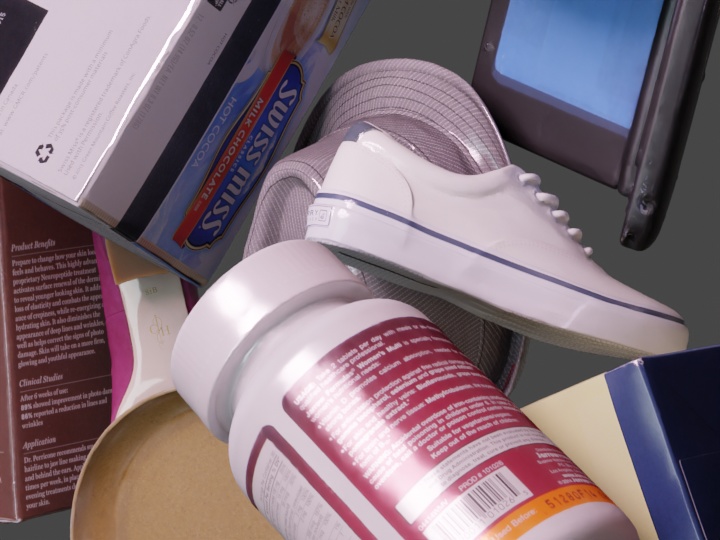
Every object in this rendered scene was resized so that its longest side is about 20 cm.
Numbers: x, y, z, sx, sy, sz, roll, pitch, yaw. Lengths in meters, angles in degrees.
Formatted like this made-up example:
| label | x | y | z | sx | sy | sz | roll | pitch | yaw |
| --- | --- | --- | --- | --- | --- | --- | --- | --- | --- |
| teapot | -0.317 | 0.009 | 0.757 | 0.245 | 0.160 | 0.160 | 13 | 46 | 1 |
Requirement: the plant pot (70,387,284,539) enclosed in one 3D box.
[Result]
| label | x | y | z | sx | sy | sz | roll | pitch | yaw |
| --- | --- | --- | --- | --- | --- | --- | --- | --- | --- |
| plant pot | -0.063 | 0.153 | 1.532 | 0.199 | 0.027 | 0.201 | 6 | 108 | 21 |

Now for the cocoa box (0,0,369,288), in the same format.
| label | x | y | z | sx | sy | sz | roll | pitch | yaw |
| --- | --- | --- | --- | --- | --- | --- | --- | --- | --- |
| cocoa box | -0.106 | -0.118 | 1.453 | 0.133 | 0.131 | 0.201 | 27 | 85 | 33 |

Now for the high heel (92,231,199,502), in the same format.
| label | x | y | z | sx | sy | sz | roll | pitch | yaw |
| --- | --- | --- | --- | --- | --- | --- | --- | --- | --- |
| high heel | -0.114 | 0.041 | 1.585 | 0.067 | 0.096 | 0.201 | -14 | 110 | 2 |

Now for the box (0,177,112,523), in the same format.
| label | x | y | z | sx | sy | sz | roll | pitch | yaw |
| --- | --- | --- | --- | --- | --- | --- | --- | --- | --- |
| box | -0.188 | 0.034 | 1.598 | 0.075 | 0.100 | 0.201 | 3 | 97 | 38 |

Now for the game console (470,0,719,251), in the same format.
| label | x | y | z | sx | sy | sz | roll | pitch | yaw |
| --- | --- | --- | --- | --- | --- | --- | --- | --- | --- |
| game console | 0.113 | -0.133 | 1.335 | 0.116 | 0.176 | 0.201 | 15 | 107 | 7 |

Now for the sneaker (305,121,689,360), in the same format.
| label | x | y | z | sx | sy | sz | roll | pitch | yaw |
| --- | --- | --- | --- | --- | --- | --- | --- | --- | --- |
| sneaker | 0.073 | -0.013 | 1.351 | 0.073 | 0.199 | 0.071 | -4 | 66 | 69 |

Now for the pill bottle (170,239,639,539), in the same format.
| label | x | y | z | sx | sy | sz | roll | pitch | yaw |
| --- | --- | --- | --- | --- | --- | --- | --- | --- | --- |
| pill bottle | 0.014 | 0.082 | 1.186 | 0.200 | 0.109 | 0.110 | 45 | 120 | 31 |

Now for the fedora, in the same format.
| label | x | y | z | sx | sy | sz | roll | pitch | yaw |
| --- | --- | --- | --- | --- | --- | --- | --- | --- | --- |
| fedora | 0.000 | 0.000 | 1.434 | 0.176 | 0.090 | 0.201 | 8 | 108 | 44 |

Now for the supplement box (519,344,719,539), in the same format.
| label | x | y | z | sx | sy | sz | roll | pitch | yaw |
| --- | --- | --- | --- | --- | --- | --- | --- | --- | --- |
| supplement box | 0.124 | 0.126 | 1.298 | 0.199 | 0.199 | 0.135 | -26 | 77 | 36 |
